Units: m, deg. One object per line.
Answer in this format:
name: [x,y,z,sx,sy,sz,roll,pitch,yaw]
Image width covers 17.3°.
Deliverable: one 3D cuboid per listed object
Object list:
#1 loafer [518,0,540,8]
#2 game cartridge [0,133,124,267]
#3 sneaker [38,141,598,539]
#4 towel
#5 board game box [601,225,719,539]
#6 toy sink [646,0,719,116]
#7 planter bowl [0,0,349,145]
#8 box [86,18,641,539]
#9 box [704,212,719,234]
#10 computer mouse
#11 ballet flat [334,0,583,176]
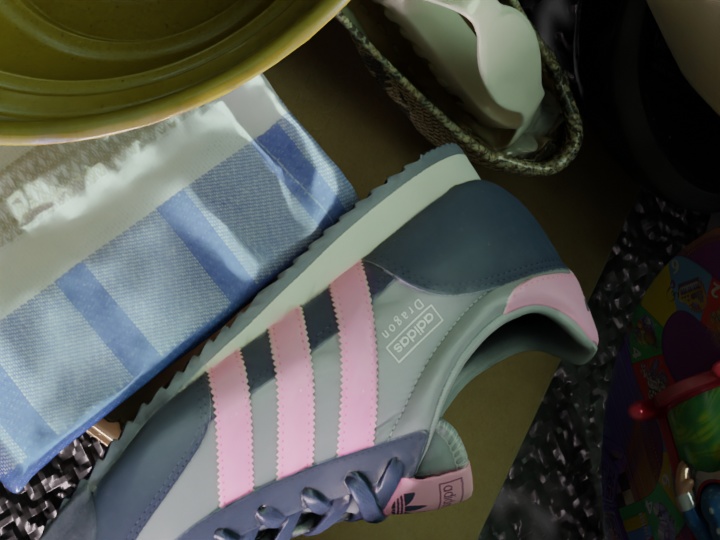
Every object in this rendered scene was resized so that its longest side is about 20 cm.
loafer: [0.012,-0.180,0.793,0.071,0.073,0.200,-48,119,-18]
game cartridge: [-0.096,-0.093,0.713,0.133,0.041,0.200,4,76,-24]
sneaker: [-0.014,0.053,0.688,0.082,0.070,0.200,43,77,10]
towel: [-0.103,-0.058,0.668,0.147,0.024,0.200,-38,97,-30]
board game box: [0.122,0.082,0.744,0.039,0.200,0.158,-7,120,-31]
toy sink: [0.178,-0.078,0.697,0.130,0.200,0.112,-34,133,1]
planter bowl: [-0.067,-0.114,0.618,0.200,0.083,0.201,-3,73,9]
box: [0.000,0.000,0.783,0.163,0.021,0.200,39,62,-23]
box: [0.264,-0.015,0.861,0.200,0.199,0.172,32,65,-24]
computer mouse: [0.126,-0.110,0.855,0.138,0.053,0.200,31,67,-30]
ballet flat: [0.011,-0.096,0.719,0.068,0.075,0.200,-47,128,-4]
